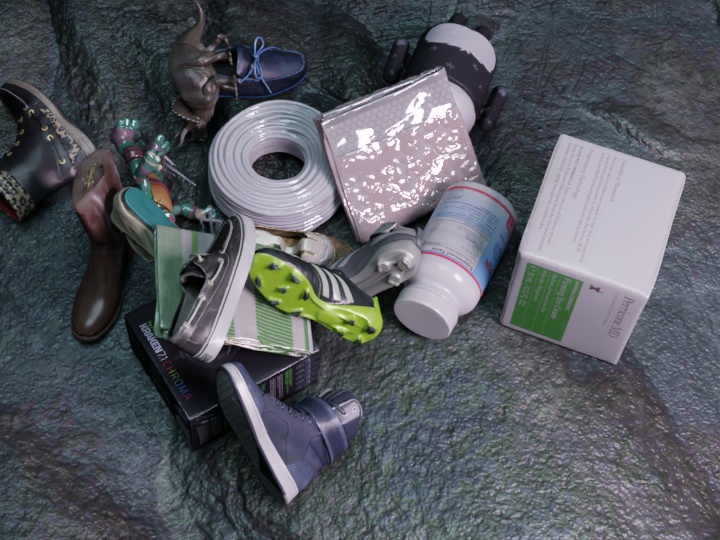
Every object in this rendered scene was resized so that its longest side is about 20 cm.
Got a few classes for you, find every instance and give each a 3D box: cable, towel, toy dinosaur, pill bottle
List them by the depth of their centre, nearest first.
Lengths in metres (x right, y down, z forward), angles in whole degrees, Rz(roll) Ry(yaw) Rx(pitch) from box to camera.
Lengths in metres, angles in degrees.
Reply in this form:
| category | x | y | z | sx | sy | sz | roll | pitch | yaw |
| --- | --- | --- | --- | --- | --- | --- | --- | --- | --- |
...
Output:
| category | x | y | z | sx | sy | sz | roll | pitch | yaw |
| --- | --- | --- | --- | --- | --- | --- | --- | --- | --- |
| towel | -0.154 | 0.028 | 1.547 | 0.199 | 0.023 | 0.153 | 10 | 57 | -25 |
| pill bottle | 0.122 | -0.012 | 1.683 | 0.108 | 0.109 | 0.200 | 24 | 61 | 11 |
| towel | 0.056 | -0.157 | 1.731 | 0.200 | 0.191 | 0.032 | -24 | 22 | -9 |
| cable | -0.112 | -0.143 | 1.773 | 0.200 | 0.069 | 0.200 | -30 | 65 | -19 |
| toy dinosaur | -0.229 | -0.281 | 1.791 | 0.102 | 0.077 | 0.201 | -11 | 96 | -5 |

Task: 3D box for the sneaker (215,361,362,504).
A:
| category | x | y | z | sx | sy | sz | roll | pitch | yaw |
| --- | --- | --- | --- | --- | --- | --- | --- | --- | --- |
| sneaker | -0.083 | 0.162 | 1.536 | 0.146 | 0.203 | 0.077 | -36 | 32 | -21 |

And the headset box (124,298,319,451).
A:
| category | x | y | z | sx | sy | sz | roll | pitch | yaw |
| --- | --- | --- | --- | --- | --- | --- | --- | --- | --- |
| headset box | -0.168 | 0.097 | 1.614 | 0.200 | 0.093 | 0.174 | -27 | 64 | -18 |

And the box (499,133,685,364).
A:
| category | x | y | z | sx | sy | sz | roll | pitch | yaw |
| --- | --- | --- | --- | --- | --- | --- | --- | --- | --- |
| box | 0.296 | -0.025 | 1.645 | 0.171 | 0.199 | 0.200 | 18 | 62 | 8 |

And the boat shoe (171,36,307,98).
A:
| category | x | y | z | sx | sy | sz | roll | pitch | yaw |
| --- | --- | --- | --- | --- | --- | --- | --- | --- | --- |
| boat shoe | -0.175 | -0.292 | 1.859 | 0.199 | 0.069 | 0.084 | -12 | 60 | -9 |

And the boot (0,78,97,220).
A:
| category | x | y | z | sx | sy | sz | roll | pitch | yaw |
| --- | --- | --- | --- | --- | --- | --- | --- | --- | --- |
| boot | -0.475 | -0.169 | 1.775 | 0.200 | 0.073 | 0.151 | 41 | 66 | 14 |

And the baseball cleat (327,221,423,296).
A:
| category | x | y | z | sx | sy | sz | roll | pitch | yaw |
| --- | --- | --- | --- | --- | --- | --- | --- | --- | --- |
| baseball cleat | 0.000 | 0.000 | 1.667 | 0.200 | 0.070 | 0.107 | -20 | 29 | 28 |

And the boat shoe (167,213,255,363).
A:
| category | x | y | z | sx | sy | sz | roll | pitch | yaw |
| --- | --- | --- | --- | --- | --- | --- | --- | --- | --- |
| boat shoe | -0.174 | 0.008 | 1.481 | 0.064 | 0.071 | 0.200 | 31 | 51 | -25 |

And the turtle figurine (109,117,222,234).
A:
| category | x | y | z | sx | sy | sz | roll | pitch | yaw |
| --- | --- | --- | --- | --- | --- | --- | --- | --- | --- |
| turtle figurine | -0.272 | -0.112 | 1.721 | 0.101 | 0.150 | 0.200 | -30 | 55 | 1 |

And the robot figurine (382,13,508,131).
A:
| category | x | y | z | sx | sy | sz | roll | pitch | yaw |
| --- | --- | --- | --- | --- | --- | --- | --- | --- | --- |
| robot figurine | 0.123 | -0.272 | 1.832 | 0.150 | 0.125 | 0.200 | 5 | 56 | 28 |

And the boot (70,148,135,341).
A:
| category | x | y | z | sx | sy | sz | roll | pitch | yaw |
| --- | --- | --- | --- | --- | --- | --- | --- | --- | --- |
| boot | -0.340 | -0.033 | 1.621 | 0.064 | 0.200 | 0.187 | 9 | 59 | 4 |

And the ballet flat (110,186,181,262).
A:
| category | x | y | z | sx | sy | sz | roll | pitch | yaw |
| --- | --- | --- | --- | --- | --- | --- | --- | --- | --- |
| ballet flat | -0.235 | -0.020 | 1.587 | 0.200 | 0.069 | 0.069 | 45 | 65 | -1 |

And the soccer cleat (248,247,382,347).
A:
| category | x | y | z | sx | sy | sz | roll | pitch | yaw |
| --- | --- | --- | --- | --- | --- | --- | --- | --- | --- |
| soccer cleat | -0.056 | 0.022 | 1.559 | 0.200 | 0.067 | 0.081 | 32 | 34 | -27 |

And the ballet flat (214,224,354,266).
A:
| category | x | y | z | sx | sy | sz | roll | pitch | yaw |
| --- | --- | --- | --- | --- | --- | --- | --- | --- | --- |
| ballet flat | -0.098 | -0.025 | 1.686 | 0.199 | 0.065 | 0.071 | 4 | 74 | -13 |
